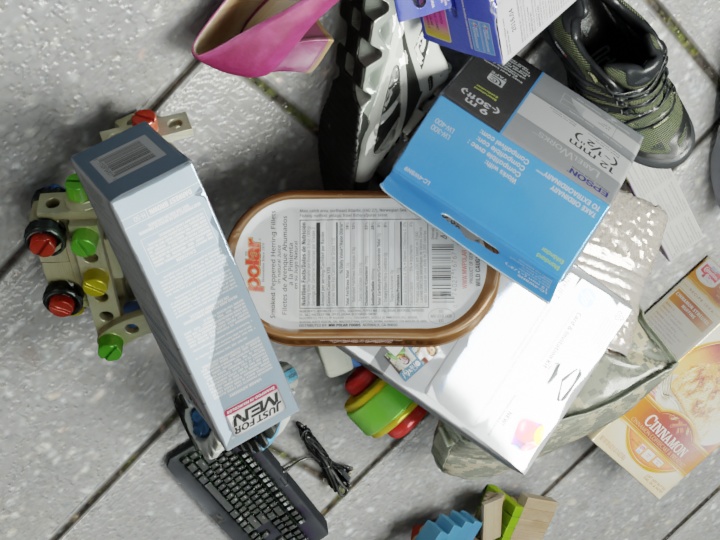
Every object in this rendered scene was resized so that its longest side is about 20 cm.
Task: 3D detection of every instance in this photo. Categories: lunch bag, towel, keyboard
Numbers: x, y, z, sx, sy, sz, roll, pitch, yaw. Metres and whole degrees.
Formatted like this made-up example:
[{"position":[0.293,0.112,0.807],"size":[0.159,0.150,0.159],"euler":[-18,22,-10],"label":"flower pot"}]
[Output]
[{"position":[0.146,0.101,1.283],"size":[0.200,0.118,0.164],"euler":[-27,166,-10],"label":"lunch bag"},{"position":[0.145,-0.025,1.187],"size":[0.200,0.034,0.133],"euler":[21,79,-14],"label":"towel"},{"position":[-0.076,0.189,1.328],"size":[0.127,0.021,0.200],"euler":[-34,135,-1],"label":"keyboard"}]

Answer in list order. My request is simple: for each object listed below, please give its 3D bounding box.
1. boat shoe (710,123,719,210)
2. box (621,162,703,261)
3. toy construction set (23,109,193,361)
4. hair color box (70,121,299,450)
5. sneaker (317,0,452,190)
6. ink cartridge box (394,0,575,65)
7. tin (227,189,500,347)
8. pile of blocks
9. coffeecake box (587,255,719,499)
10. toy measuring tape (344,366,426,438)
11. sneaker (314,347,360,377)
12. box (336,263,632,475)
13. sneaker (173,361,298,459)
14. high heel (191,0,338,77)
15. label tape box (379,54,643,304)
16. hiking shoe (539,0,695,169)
[{"position":[0.350,-0.124,1.295],"size":[0.066,0.072,0.200],"euler":[-15,123,-13],"label":"boat shoe"},{"position":[0.242,-0.084,1.281],"size":[0.041,0.039,0.200],"euler":[-37,135,3],"label":"box"},{"position":[-0.163,-0.016,1.064],"size":[0.131,0.092,0.200],"euler":[-2,122,2],"label":"toy construction set"},{"position":[-0.116,0.011,0.994],"size":[0.061,0.099,0.200],"euler":[-28,120,-13],"label":"hair color box"},{"position":[0.024,-0.126,1.097],"size":[0.088,0.074,0.200],"euler":[-3,127,-26],"label":"sneaker"},{"position":[0.100,-0.235,1.003],"size":[0.200,0.076,0.136],"euler":[-44,140,-29],"label":"ink cartridge box"},{"position":[0.001,-0.003,1.066],"size":[0.200,0.112,0.042],"euler":[0,168,1],"label":"tin"},{"position":[0.095,0.249,1.452],"size":[0.200,0.062,0.082],"euler":[-13,119,-31],"label":"pile of blocks"},{"position":[0.314,0.107,1.451],"size":[0.200,0.073,0.154],"euler":[-44,133,7],"label":"coffeecake box"},{"position":[0.035,0.099,1.231],"size":[0.074,0.074,0.200],"euler":[-8,169,-25],"label":"toy measuring tape"},{"position":[0.000,-0.001,1.178],"size":[0.111,0.077,0.200],"euler":[-23,138,-4],"label":"sneaker"},{"position":[0.085,0.035,1.128],"size":[0.200,0.041,0.156],"euler":[35,84,-13],"label":"box"},{"position":[-0.083,0.094,1.166],"size":[0.087,0.200,0.075],"euler":[-29,93,-22],"label":"sneaker"},{"position":[-0.040,-0.214,0.997],"size":[0.096,0.067,0.200],"euler":[-3,140,-41],"label":"high heel"},{"position":[0.112,-0.077,1.067],"size":[0.143,0.200,0.066],"euler":[34,121,2],"label":"label tape box"},{"position":[0.198,-0.145,1.135],"size":[0.076,0.101,0.200],"euler":[-41,115,3],"label":"hiking shoe"}]
